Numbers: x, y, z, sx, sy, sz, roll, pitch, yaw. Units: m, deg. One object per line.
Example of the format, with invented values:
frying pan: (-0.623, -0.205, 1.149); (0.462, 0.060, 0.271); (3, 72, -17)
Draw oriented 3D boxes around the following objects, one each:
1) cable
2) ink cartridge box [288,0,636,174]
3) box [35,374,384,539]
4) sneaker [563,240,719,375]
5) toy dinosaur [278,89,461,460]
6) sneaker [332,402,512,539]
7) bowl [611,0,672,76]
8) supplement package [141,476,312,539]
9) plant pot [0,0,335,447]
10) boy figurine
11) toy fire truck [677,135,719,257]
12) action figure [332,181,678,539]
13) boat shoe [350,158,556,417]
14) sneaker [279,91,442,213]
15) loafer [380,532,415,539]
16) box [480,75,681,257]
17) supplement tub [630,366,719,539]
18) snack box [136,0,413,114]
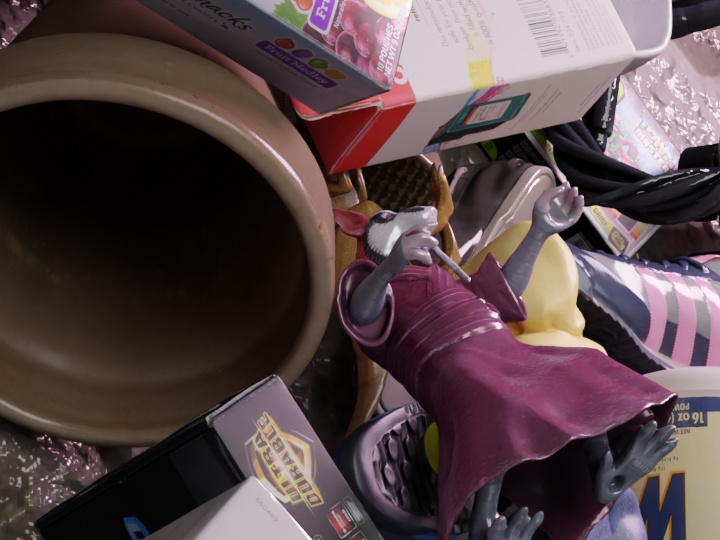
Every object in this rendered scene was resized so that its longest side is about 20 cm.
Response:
cable: (0.183, -0.104, 1.206); (0.163, 0.051, 0.200); (38, 63, 25)
ink cartridge box: (0.022, -0.121, 1.039); (0.199, 0.067, 0.117); (-13, 70, -32)
box: (-0.038, 0.160, 0.915); (0.046, 0.159, 0.200); (-33, 91, -41)
sneaker: (0.162, 0.017, 1.162); (0.200, 0.070, 0.082); (32, 70, -25)
toy dinosaur: (0.000, 0.000, 1.059); (0.106, 0.060, 0.201); (-18, 73, -8)
sneaker: (0.033, 0.098, 1.041); (0.200, 0.078, 0.066); (-11, 82, -58)
bowl: (0.069, -0.193, 1.189); (0.199, 0.075, 0.201); (7, 61, -22)
supplement package: (-0.088, 0.186, 0.831); (0.117, 0.200, 0.117); (49, 47, -8)
plant pot: (-0.104, -0.048, 0.968); (0.200, 0.200, 0.175); (35, 32, -20)
boy figurine: (0.091, 0.075, 1.012); (0.124, 0.064, 0.201); (-2, 72, -55)
toy fire truck: (0.291, 0.007, 1.298); (0.200, 0.128, 0.177); (10, 76, -60)
action figure: (0.048, 0.043, 0.944); (0.134, 0.149, 0.200); (-1, 35, -39)
boat shoe: (0.040, 0.008, 1.138); (0.200, 0.057, 0.067); (-50, 138, -39)
sneaker: (-0.047, -0.090, 1.115); (0.200, 0.071, 0.076); (29, 27, -23)
loafer: (0.060, 0.202, 1.010); (0.200, 0.070, 0.075); (43, 7, 21)
box: (0.110, -0.102, 1.256); (0.200, 0.035, 0.110); (53, 46, -5)
supplement tub: (0.181, 0.167, 1.099); (0.145, 0.145, 0.201); (22, 55, -29)
snack box: (-0.057, -0.173, 0.874); (0.200, 0.053, 0.143); (30, 62, -35)
